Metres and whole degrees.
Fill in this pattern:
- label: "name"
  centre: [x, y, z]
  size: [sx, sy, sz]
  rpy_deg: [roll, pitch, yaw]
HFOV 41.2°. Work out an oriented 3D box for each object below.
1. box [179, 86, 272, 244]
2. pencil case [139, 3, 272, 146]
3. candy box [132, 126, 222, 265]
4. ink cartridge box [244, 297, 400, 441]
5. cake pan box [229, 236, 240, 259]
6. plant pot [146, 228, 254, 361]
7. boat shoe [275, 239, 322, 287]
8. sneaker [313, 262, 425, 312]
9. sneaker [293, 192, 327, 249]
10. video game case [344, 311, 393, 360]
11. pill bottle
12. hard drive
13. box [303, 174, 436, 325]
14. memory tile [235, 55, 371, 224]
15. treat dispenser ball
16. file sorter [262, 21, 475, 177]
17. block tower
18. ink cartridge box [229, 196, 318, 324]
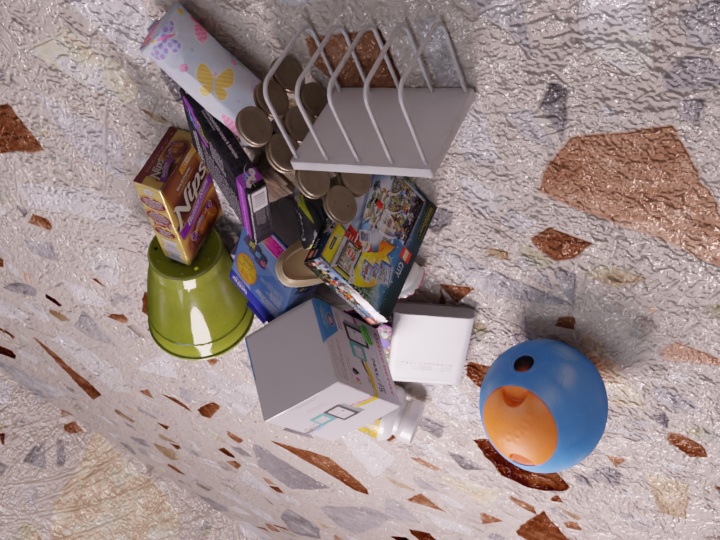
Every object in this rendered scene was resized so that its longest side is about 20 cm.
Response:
- label: "box"
  centre: [-0.189, -0.153, 1.360]
  size: [0.201, 0.036, 0.144]
  rpy_deg: [55, 164, 20]
- label: "pencil case"
  centre: [-0.194, -0.257, 1.263]
  size: [0.199, 0.083, 0.091]
  rpy_deg: [40, -170, -23]
- label: "candy box"
  centre: [-0.288, -0.115, 1.532]
  size: [0.056, 0.118, 0.201]
  rpy_deg: [18, 150, 18]
- label: "ink cartridge box"
  centre: [-0.058, 0.162, 1.524]
  size: [0.145, 0.149, 0.199]
  rpy_deg: [-29, 150, 20]
- label: "cake pan box"
  centre: [-0.116, 0.024, 1.680]
  size: [0.197, 0.053, 0.185]
  rpy_deg: [9, 144, 30]
- label: "plant pot"
  centre: [-0.294, 0.021, 1.683]
  size: [0.197, 0.202, 0.194]
  rpy_deg: [19, 146, 15]
- label: "boat shoe"
  centre: [-0.028, -0.028, 1.393]
  size: [0.065, 0.197, 0.073]
  rpy_deg: [167, 87, -77]
- label: "sneaker"
  centre: [0.000, 0.000, 1.510]
  size: [0.197, 0.082, 0.089]
  rpy_deg: [-15, 126, 28]
- label: "sneaker"
  centre: [-0.048, -0.083, 1.353]
  size: [0.079, 0.200, 0.075]
  rpy_deg: [-10, 106, 4]
- label: "video game case"
  centre: [0.003, 0.125, 1.675]
  size: [0.198, 0.036, 0.181]
  rpy_deg: [26, 137, -22]
- label: "pill bottle"
  centre: [0.021, 0.264, 1.883]
  size: [0.197, 0.114, 0.113]
  rpy_deg: [22, 151, 11]
- label: "hard drive"
  centre: [0.115, 0.126, 1.610]
  size: [0.129, 0.027, 0.202]
  rpy_deg: [4, 141, 1]
- label: "box"
  centre: [0.017, -0.049, 1.292]
  size: [0.037, 0.202, 0.136]
  rpy_deg: [-14, 131, 47]
- label: "memory tile"
  centre: [-0.060, -0.166, 1.221]
  size: [0.199, 0.155, 0.017]
  rpy_deg: [41, 143, -21]
- label: "treat dispenser ball"
  centre: [0.282, 0.208, 1.481]
  size: [0.198, 0.203, 0.202]
  rpy_deg: [20, 151, 12]
- label: "file sorter"
  centre: [0.008, -0.206, 1.118]
  size: [0.197, 0.140, 0.125]
  rpy_deg: [7, 143, 32]
- label: "block tower"
  centre: [-0.100, -0.149, 1.384]
  size: [0.058, 0.055, 0.198]
  rpy_deg: [41, 148, -26]
- label: "ink cartridge box"
  centre: [-0.133, -0.001, 1.524]
  size: [0.137, 0.076, 0.202]
  rpy_deg: [46, 140, 22]
